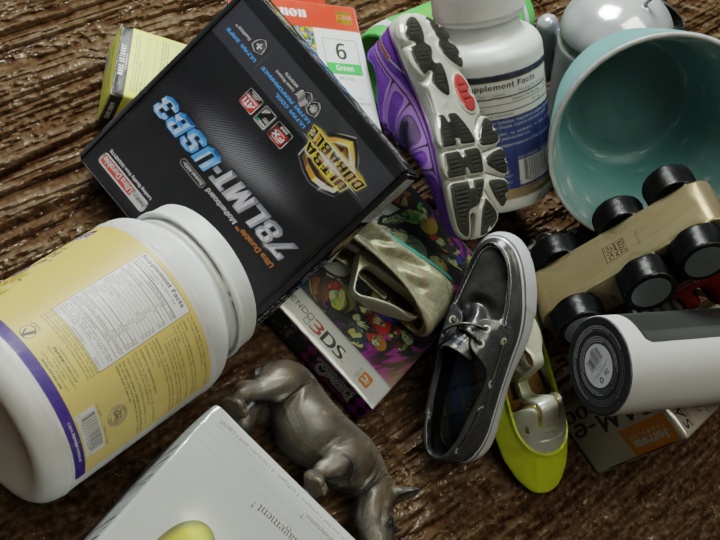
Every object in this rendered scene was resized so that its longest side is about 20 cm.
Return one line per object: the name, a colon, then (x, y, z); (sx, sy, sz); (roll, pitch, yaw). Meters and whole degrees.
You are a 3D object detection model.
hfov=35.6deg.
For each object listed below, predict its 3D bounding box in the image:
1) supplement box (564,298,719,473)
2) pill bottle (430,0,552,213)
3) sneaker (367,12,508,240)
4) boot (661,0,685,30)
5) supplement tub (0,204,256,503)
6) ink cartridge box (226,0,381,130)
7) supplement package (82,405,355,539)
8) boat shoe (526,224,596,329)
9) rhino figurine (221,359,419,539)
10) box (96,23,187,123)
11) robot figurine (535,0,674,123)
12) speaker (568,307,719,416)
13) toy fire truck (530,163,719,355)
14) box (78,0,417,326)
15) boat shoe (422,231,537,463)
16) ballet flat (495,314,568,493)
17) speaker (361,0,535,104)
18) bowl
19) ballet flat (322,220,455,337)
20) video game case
supplement box: (0.295, 0.095, 1.051); (0.199, 0.126, 0.074); (-31, 84, -37)
pill bottle: (0.116, -0.163, 1.030); (0.111, 0.110, 0.202); (-31, 124, -36)
sneaker: (0.062, -0.118, 0.963); (0.080, 0.083, 0.202); (-9, 76, -41)
boot: (0.309, -0.228, 1.213); (0.198, 0.131, 0.068); (21, 57, -18)
supplement tub: (-0.186, 0.052, 0.797); (0.200, 0.145, 0.146); (-36, 86, -36)
ink cartridge box: (-0.054, -0.195, 0.984); (0.108, 0.050, 0.202); (-1, 70, -30)
supplement package: (-0.111, 0.241, 0.744); (0.191, 0.147, 0.200); (43, 53, -3)
boat shoe: (0.189, -0.005, 1.069); (0.198, 0.074, 0.068); (-26, 41, -10)
rhino figurine: (-0.023, 0.151, 0.890); (0.200, 0.060, 0.088); (46, 43, -5)
box: (-0.125, -0.146, 0.986); (0.198, 0.050, 0.076); (13, 61, -22)
robot figurine: (0.250, -0.202, 1.129); (0.168, 0.201, 0.113); (23, 48, 22)
speaker: (0.274, 0.072, 0.925); (0.198, 0.081, 0.082); (-2, 67, -27)
toy fire truck: (0.265, 0.014, 1.008); (0.200, 0.175, 0.129); (40, 26, -41)
box: (-0.090, -0.083, 0.892); (0.200, 0.198, 0.050); (50, 9, 7)
boat shoe: (0.091, 0.067, 0.934); (0.070, 0.202, 0.066); (22, 14, 33)
ballet flat: (0.144, 0.098, 0.976); (0.066, 0.067, 0.202); (-15, 89, -23)
speaker: (0.087, -0.229, 1.122); (0.199, 0.088, 0.089); (-29, 82, -36)
bowl: (0.256, -0.141, 1.029); (0.199, 0.202, 0.105); (19, 28, -19)
ballet flat: (-0.006, -0.016, 0.935); (0.199, 0.067, 0.063); (35, 65, -10)
video game case: (0.000, 0.000, 0.991); (0.181, 0.036, 0.200); (48, 54, -1)
